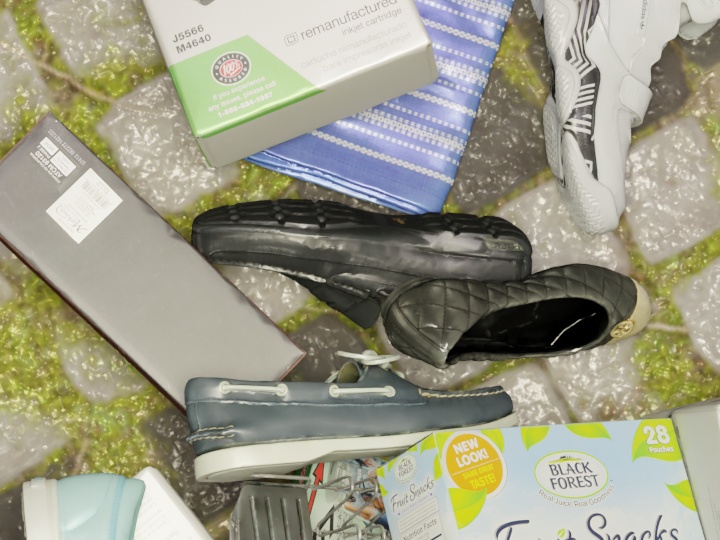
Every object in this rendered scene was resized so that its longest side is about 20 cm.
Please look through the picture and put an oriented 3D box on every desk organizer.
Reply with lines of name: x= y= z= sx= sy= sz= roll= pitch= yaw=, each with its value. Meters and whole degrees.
desk organizer: x=-0.130 y=0.008 z=1.642 sx=0.200 sy=0.077 sz=0.072 roll=43 pitch=82 yaw=1

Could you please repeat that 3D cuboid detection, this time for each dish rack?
dish rack: x=0.023 y=0.176 z=1.559 sx=0.200 sy=0.055 sz=0.154 roll=6 pitch=63 yaw=-34

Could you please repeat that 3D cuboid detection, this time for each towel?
towel: x=0.010 y=-0.142 z=1.696 sx=0.145 sy=0.024 sz=0.200 roll=19 pitch=83 yaw=-3

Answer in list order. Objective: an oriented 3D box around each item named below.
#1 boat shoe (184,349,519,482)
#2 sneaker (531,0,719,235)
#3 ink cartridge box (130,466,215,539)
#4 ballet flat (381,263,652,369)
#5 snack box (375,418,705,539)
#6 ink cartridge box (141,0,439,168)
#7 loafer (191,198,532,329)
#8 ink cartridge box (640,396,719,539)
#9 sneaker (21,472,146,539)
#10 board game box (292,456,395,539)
boat shoe: x=-0.005 y=0.076 z=1.593 sx=0.200 sy=0.075 sz=0.062 roll=-7 pitch=81 yaw=-22
sneaker: x=0.165 y=-0.124 z=1.681 sx=0.115 sy=0.075 sz=0.200 roll=-6 pitch=85 yaw=-6
ink cartridge box: x=-0.111 y=0.233 z=1.617 sx=0.146 sy=0.085 sz=0.200 roll=-39 pitch=87 yaw=-7
ballet flat: x=0.094 y=0.034 z=1.629 sx=0.200 sy=0.066 sz=0.057 roll=-3 pitch=43 yaw=-41
snack box: x=0.113 y=0.185 z=1.541 sx=0.169 sy=0.068 sz=0.200 roll=-2 pitch=68 yaw=-35
ink cartridge box: x=-0.059 y=-0.182 z=1.644 sx=0.145 sy=0.084 sz=0.200 roll=-22 pitch=78 yaw=1
loafer: x=0.000 y=0.000 z=1.657 sx=0.200 sy=0.068 sz=0.070 roll=6 pitch=105 yaw=-8
ink cartridge box: x=0.259 y=0.133 z=1.600 sx=0.147 sy=0.200 sz=0.145 roll=-12 pitch=87 yaw=-6
sneaker: x=-0.130 y=0.205 z=1.540 sx=0.082 sy=0.074 sz=0.200 roll=-10 pitch=86 yaw=-2
board game box: x=0.011 y=0.193 z=1.604 sx=0.134 sy=0.029 sz=0.200 roll=25 pitch=57 yaw=-16
